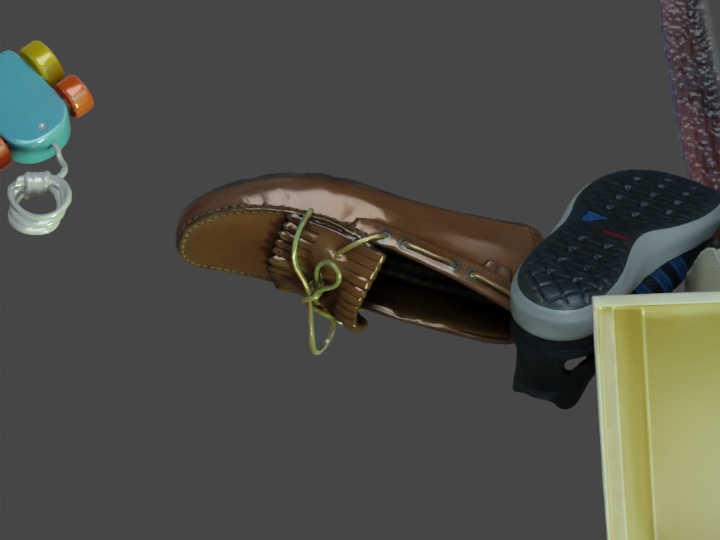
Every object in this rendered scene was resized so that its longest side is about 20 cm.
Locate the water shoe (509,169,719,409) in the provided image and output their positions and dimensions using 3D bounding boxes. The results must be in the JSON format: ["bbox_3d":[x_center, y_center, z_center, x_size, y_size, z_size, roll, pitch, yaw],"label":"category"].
[{"bbox_3d":[0.132,0.007,1.388,0.071,0.079,0.200,22,31,25],"label":"water shoe"}]

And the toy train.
[{"bbox_3d":[-0.247,-0.068,1.419,0.200,0.056,0.150,8,61,5],"label":"toy train"}]

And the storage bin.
[{"bbox_3d":[0.223,0.106,1.253,0.200,0.094,0.199,-3,89,15],"label":"storage bin"}]

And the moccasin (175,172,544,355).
[{"bbox_3d":[0.000,0.001,1.386,0.201,0.074,0.078,15,51,-6],"label":"moccasin"}]

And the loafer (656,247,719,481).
[{"bbox_3d":[0.200,0.029,1.379,0.068,0.076,0.200,22,63,21],"label":"loafer"}]
